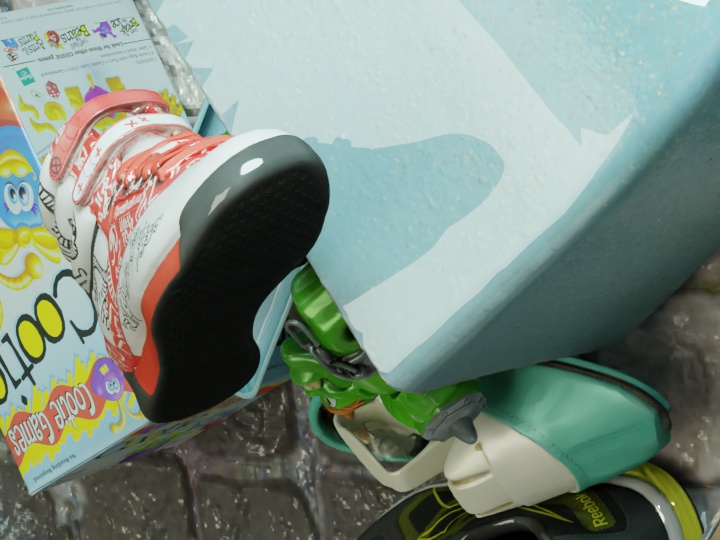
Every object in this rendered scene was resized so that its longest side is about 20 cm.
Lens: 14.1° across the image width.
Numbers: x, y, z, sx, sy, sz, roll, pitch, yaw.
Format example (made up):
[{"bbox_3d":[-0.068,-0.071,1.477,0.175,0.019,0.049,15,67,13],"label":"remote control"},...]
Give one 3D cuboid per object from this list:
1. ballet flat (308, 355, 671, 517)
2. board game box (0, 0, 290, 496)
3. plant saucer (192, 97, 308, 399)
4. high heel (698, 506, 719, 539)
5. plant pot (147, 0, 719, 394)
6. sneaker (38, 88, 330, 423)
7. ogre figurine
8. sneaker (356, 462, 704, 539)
[{"bbox_3d":[0.048,0.070,1.233,0.200,0.070,0.067,10,150,52],"label":"ballet flat"},{"bbox_3d":[-0.131,-0.014,1.365,0.103,0.105,0.200,-32,79,42],"label":"board game box"},{"bbox_3d":[-0.043,-0.048,1.277,0.070,0.019,0.200,21,97,-7],"label":"plant saucer"},{"bbox_3d":[0.167,0.072,1.102,0.071,0.142,0.201,24,116,35],"label":"high heel"},{"bbox_3d":[0.078,-0.096,1.111,0.200,0.196,0.196,-39,75,28],"label":"plant pot"},{"bbox_3d":[-0.073,-0.028,1.065,0.108,0.067,0.201,61,160,17],"label":"sneaker"},{"bbox_3d":[0.000,0.000,1.190,0.120,0.098,0.200,49,171,-27],"label":"ogre figurine"},{"bbox_3d":[0.050,0.126,1.258,0.200,0.085,0.075,-21,86,42],"label":"sneaker"}]
